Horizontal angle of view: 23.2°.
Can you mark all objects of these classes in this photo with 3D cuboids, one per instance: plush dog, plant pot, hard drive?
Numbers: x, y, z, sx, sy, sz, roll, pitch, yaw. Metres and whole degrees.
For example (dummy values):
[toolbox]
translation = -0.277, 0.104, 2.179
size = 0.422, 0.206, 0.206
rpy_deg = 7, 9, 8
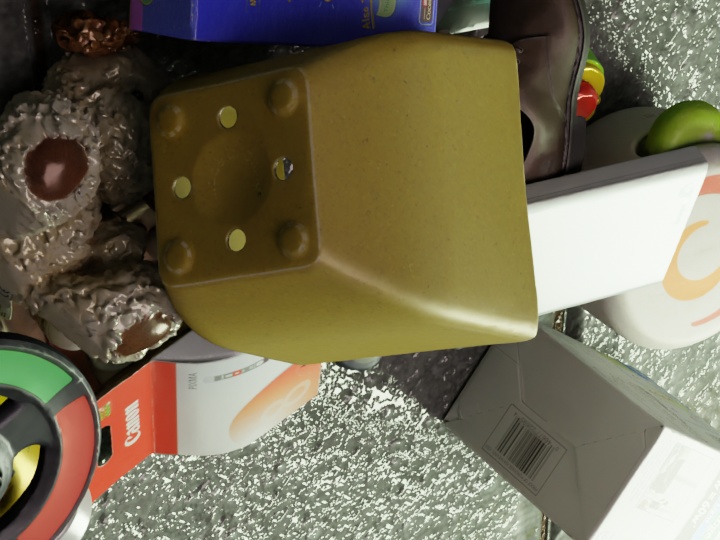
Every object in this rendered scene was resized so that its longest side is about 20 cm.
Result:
[plush dog]
translation = -0.177, -0.066, 1.103
size = 0.172, 0.160, 0.200
rpy_deg = -53, 139, -30
[plant pot]
translation = -0.025, -0.046, 1.084
size = 0.200, 0.194, 0.196
rpy_deg = 4, 79, -59
[hard drive]
translation = 0.153, -0.020, 1.297
size = 0.199, 0.026, 0.132
rpy_deg = -13, 141, -24

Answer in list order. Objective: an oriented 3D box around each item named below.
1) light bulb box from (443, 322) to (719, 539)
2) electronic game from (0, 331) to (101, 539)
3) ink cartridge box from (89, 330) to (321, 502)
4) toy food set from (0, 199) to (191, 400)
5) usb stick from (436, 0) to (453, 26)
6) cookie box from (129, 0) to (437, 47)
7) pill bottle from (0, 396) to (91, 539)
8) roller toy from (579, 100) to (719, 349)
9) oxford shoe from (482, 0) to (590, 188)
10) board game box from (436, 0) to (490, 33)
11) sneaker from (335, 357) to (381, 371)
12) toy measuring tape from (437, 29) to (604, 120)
[light bulb box]
translation = 0.217, 0.156, 1.534
size = 0.200, 0.198, 0.125
rpy_deg = 26, 101, -46
[electronic game]
translation = -0.248, 0.125, 1.063
size = 0.200, 0.042, 0.201
rpy_deg = -21, 130, -28
[ink cartridge box]
translation = -0.111, 0.095, 1.263
size = 0.200, 0.050, 0.162
rpy_deg = -39, 161, -23
[toy food set]
translation = -0.149, 0.027, 1.225
size = 0.200, 0.060, 0.144
rpy_deg = -36, 135, -17
[usb stick]
translation = 0.056, -0.216, 1.223
size = 0.055, 0.033, 0.200
rpy_deg = 29, 97, -48
[cookie box]
translation = -0.042, -0.228, 1.105
size = 0.200, 0.075, 0.172
rpy_deg = -3, 101, -42
[pill bottle]
translation = -0.261, 0.123, 1.159
size = 0.104, 0.104, 0.200
rpy_deg = -47, 138, -6
[roller toy]
translation = 0.243, -0.037, 1.471
size = 0.200, 0.140, 0.182
rpy_deg = -50, 127, 1
[oxford shoe]
translation = 0.114, -0.149, 1.241
size = 0.084, 0.073, 0.201
rpy_deg = -14, 103, -44
[board game box]
translation = 0.086, -0.241, 1.278
size = 0.200, 0.028, 0.136
rpy_deg = -15, 126, -34
[sneaker]
translation = 0.000, 0.000, 1.324
size = 0.074, 0.081, 0.201
rpy_deg = -25, 131, -26
[toy measuring tape]
translation = 0.133, -0.157, 1.336
size = 0.200, 0.074, 0.074
rpy_deg = 23, 101, -52
